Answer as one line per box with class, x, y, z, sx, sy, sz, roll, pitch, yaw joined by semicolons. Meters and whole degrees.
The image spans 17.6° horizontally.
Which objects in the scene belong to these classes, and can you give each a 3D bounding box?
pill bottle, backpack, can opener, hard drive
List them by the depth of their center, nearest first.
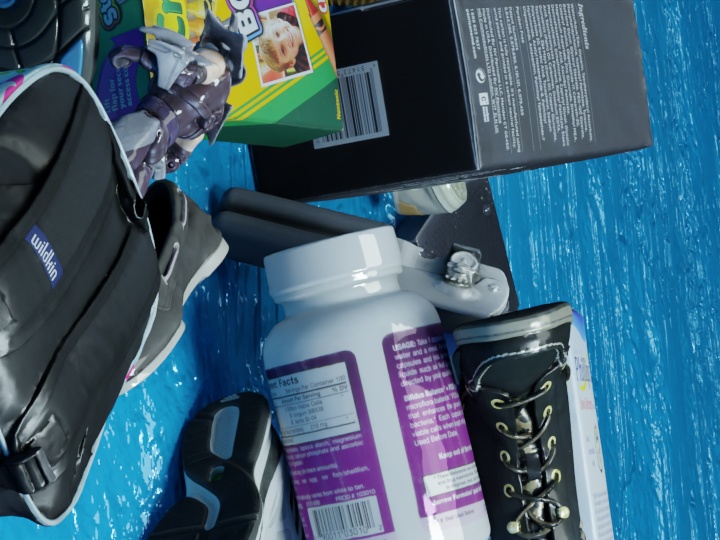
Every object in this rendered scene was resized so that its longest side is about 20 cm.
backpack;-0.177;0.005;1.064;0.200;0.150;0.178;-61;139;-47
pill bottle;0.004;0.079;1.403;0.112;0.112;0.201;-7;84;-68
can opener;0.000;0.000;1.487;0.053;0.199;0.067;-73;-179;-52
hard drive;0.072;0.005;1.837;0.200;0.042;0.136;-44;122;-64

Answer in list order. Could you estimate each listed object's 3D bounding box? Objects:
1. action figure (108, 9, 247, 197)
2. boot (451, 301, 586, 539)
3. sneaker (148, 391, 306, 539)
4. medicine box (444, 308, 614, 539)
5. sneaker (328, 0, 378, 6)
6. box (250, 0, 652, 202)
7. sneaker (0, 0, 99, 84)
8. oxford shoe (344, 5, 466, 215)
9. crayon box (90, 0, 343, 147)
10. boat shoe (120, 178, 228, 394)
action figure;-0.121;-0.070;1.263;0.200;0.069;0.130;-55;163;-31
boot;0.103;0.106;1.403;0.204;0.073;0.155;100;-21;-79
sneaker;-0.067;0.175;1.367;0.201;0.075;0.116;-75;146;-51
medicine box;0.070;0.136;1.567;0.103;0.181;0.201;14;67;-78
sneaker;-0.054;-0.227;1.601;0.199;0.090;0.075;2;116;-48
box;0.057;-0.121;1.569;0.196;0.199;0.125;-12;93;-47
sneaker;-0.171;-0.184;1.268;0.082;0.073;0.201;-7;89;-70
oxford shoe;0.019;-0.129;1.753;0.075;0.058;0.201;12;55;-67
crayon box;-0.095;-0.183;1.422;0.172;0.058;0.201;2;78;-52
boat shoe;-0.129;0.010;1.314;0.057;0.067;0.200;56;23;-15
